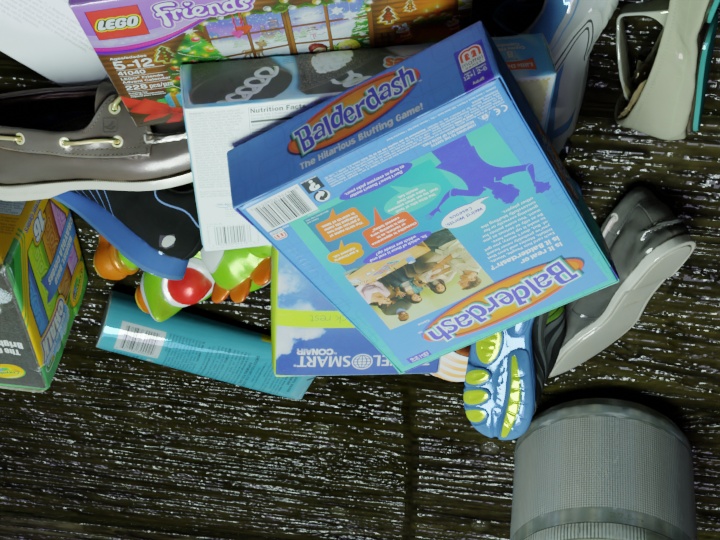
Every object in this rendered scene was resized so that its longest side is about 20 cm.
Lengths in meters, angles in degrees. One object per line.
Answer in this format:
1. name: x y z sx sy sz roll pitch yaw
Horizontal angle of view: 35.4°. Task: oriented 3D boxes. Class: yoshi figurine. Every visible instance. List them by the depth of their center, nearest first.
1. yoshi figurine: -0.109 -0.031 0.861 0.199 0.112 0.113 -10 96 42

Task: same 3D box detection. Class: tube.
1. tube: -0.131 0.070 0.998 0.198 0.051 0.078 18 143 -15

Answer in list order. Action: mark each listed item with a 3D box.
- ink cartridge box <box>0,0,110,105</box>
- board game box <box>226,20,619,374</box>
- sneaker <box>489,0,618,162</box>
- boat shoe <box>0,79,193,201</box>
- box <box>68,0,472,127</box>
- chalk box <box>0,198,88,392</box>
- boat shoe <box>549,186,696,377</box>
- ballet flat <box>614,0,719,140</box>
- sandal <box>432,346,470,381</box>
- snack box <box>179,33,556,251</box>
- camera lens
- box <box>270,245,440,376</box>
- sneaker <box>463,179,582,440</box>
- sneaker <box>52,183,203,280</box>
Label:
1. ink cartridge box: -0.159 -0.193 0.707 0.199 0.044 0.174 30 122 -22
2. board game box: 0.042 -0.028 0.631 0.151 0.045 0.200 -24 140 15
3. sneaker: 0.111 -0.127 0.704 0.072 0.072 0.201 14 137 5
4. boat shoe: -0.158 -0.092 0.719 0.198 0.072 0.060 -6 133 13
5. box: -0.040 -0.134 0.601 0.198 0.039 0.137 -8 161 1
6. chalk box: -0.301 0.011 0.908 0.124 0.125 0.201 7 140 3
7. boat shoe: 0.186 0.012 0.865 0.066 0.057 0.200 -14 153 -29
8. ballet flat: 0.185 -0.157 0.660 0.069 0.070 0.201 6 139 6
9. sandal: 0.080 0.038 0.902 0.078 0.060 0.207 12 139 -1
10. snack box: 0.004 -0.070 0.636 0.198 0.037 0.117 -6 142 -7
11. camera lens: 0.209 0.225 0.978 0.158 0.201 0.161 6 140 5
12. box: 0.000 0.000 0.762 0.121 0.048 0.201 0 127 -6
13. sneaker: 0.119 0.024 0.837 0.070 0.083 0.201 14 107 15
14. sneaker: -0.184 -0.078 0.806 0.199 0.070 0.078 35 102 12
